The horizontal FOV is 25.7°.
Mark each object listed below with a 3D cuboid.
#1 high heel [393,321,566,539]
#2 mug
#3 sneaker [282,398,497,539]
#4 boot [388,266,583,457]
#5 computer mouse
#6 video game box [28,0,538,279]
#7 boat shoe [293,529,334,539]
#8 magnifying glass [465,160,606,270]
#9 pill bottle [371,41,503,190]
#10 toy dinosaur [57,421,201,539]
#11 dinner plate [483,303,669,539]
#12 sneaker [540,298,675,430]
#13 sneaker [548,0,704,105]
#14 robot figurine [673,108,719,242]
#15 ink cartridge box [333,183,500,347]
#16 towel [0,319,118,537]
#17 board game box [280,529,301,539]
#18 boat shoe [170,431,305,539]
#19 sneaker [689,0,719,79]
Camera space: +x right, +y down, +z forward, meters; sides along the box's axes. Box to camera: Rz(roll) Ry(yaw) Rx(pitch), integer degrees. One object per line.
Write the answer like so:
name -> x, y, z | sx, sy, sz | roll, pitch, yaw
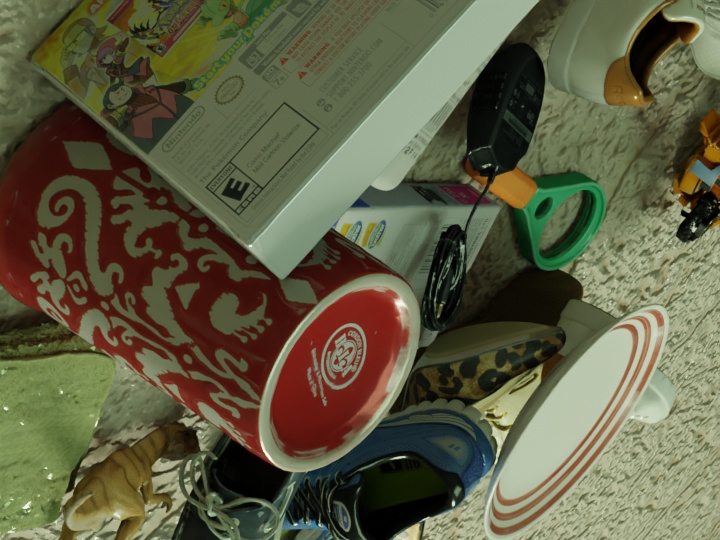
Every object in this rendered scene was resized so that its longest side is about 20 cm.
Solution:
high heel -> 0.072, 0.117, 1.080 | 0.200, 0.143, 0.071 | -21, -172, 28
mug -> -0.065, 0.011, 0.813 | 0.134, 0.200, 0.177 | -59, 145, 1
sneaker -> -0.013, 0.138, 1.031 | 0.079, 0.200, 0.089 | 68, 24, -16
boot -> 0.096, 0.104, 1.226 | 0.200, 0.073, 0.156 | -39, 146, -35
computer mouse -> 0.073, -0.057, 1.036 | 0.059, 0.034, 0.200 | 36, 73, -60
video game box -> -0.034, -0.121, 0.751 | 0.200, 0.182, 0.047 | -47, 148, -5
boat shoe -> -0.050, 0.264, 1.161 | 0.200, 0.072, 0.072 | -54, 147, 8
magnifying glass -> 0.130, -0.050, 1.165 | 0.080, 0.022, 0.200 | -54, 146, 5
pill bottle -> 0.029, -0.154, 0.856 | 0.200, 0.114, 0.114 | -54, 147, 5
toy dinosaur -> -0.157, 0.140, 0.948 | 0.200, 0.060, 0.106 | -39, 146, -72
dinner plate -> 0.145, 0.102, 1.094 | 0.200, 0.024, 0.200 | -38, 151, -26
sneaker -> 0.184, 0.093, 1.225 | 0.085, 0.073, 0.200 | -61, 145, -8
sneaker -> 0.201, -0.198, 1.021 | 0.073, 0.085, 0.200 | 17, 97, -56
robot figurine -> 0.302, -0.096, 1.253 | 0.145, 0.058, 0.200 | -45, 168, -10
ink cartridge box -> 0.000, 0.000, 1.041 | 0.200, 0.042, 0.119 | -5, 127, -51
towel -> -0.222, 0.094, 0.869 | 0.200, 0.036, 0.149 | -10, 130, -49
board game box -> -0.061, 0.214, 1.189 | 0.120, 0.032, 0.200 | -54, 147, 12
boat shoe -> -0.071, 0.136, 0.989 | 0.200, 0.075, 0.062 | -54, 157, 7
sneaker -> 0.261, -0.210, 1.098 | 0.081, 0.075, 0.200 | -50, 155, -38
